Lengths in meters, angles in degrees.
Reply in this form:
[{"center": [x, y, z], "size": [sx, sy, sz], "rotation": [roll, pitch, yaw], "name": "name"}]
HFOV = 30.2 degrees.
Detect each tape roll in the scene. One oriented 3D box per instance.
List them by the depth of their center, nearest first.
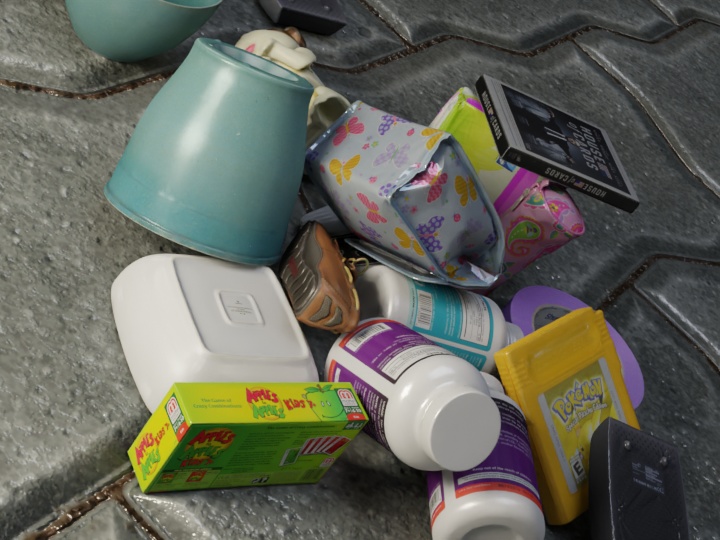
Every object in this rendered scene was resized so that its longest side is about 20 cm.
[{"center": [0.249, 0.114, 1.637], "size": [0.199, 0.066, 0.201], "rotation": [25, 34, -18], "name": "tape roll"}]

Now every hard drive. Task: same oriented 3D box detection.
[{"center": [0.301, 0.272, 1.444], "size": [0.135, 0.042, 0.201], "rotation": [25, 53, -34], "name": "hard drive"}, {"center": [-0.109, -0.428, 1.977], "size": [0.134, 0.042, 0.201], "rotation": [6, 44, -39], "name": "hard drive"}]

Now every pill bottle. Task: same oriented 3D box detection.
[{"center": [0.052, 0.124, 1.309], "size": [0.112, 0.113, 0.200], "rotation": [15, 7, -30], "name": "pill bottle"}, {"center": [0.122, 0.201, 1.370], "size": [0.112, 0.113, 0.201], "rotation": [23, 36, -21], "name": "pill bottle"}, {"center": [0.086, 0.070, 1.496], "size": [0.199, 0.111, 0.111], "rotation": [18, 38, -28], "name": "pill bottle"}]

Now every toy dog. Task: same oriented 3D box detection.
[{"center": [-0.087, -0.223, 1.670], "size": [0.194, 0.140, 0.200], "rotation": [12, 39, -53], "name": "toy dog"}]

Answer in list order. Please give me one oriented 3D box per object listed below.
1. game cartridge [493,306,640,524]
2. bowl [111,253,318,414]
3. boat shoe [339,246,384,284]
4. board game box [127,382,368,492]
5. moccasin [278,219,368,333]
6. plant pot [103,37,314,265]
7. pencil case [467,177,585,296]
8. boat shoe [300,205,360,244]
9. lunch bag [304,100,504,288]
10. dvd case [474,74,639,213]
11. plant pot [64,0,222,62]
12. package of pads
[{"center": [0.241, 0.157, 1.494], "size": [0.176, 0.032, 0.201], "rotation": [-23, 98, -41], "name": "game cartridge"}, {"center": [-0.137, 0.061, 1.335], "size": [0.199, 0.075, 0.200], "rotation": [6, 44, -36], "name": "bowl"}, {"center": [0.000, 0.000, 1.547], "size": [0.199, 0.070, 0.066], "rotation": [-7, 54, -38], "name": "boat shoe"}, {"center": [-0.101, 0.152, 1.231], "size": [0.199, 0.102, 0.048], "rotation": [4, 45, -40], "name": "board game box"}, {"center": [-0.036, 0.006, 1.400], "size": [0.078, 0.074, 0.201], "rotation": [31, 10, -21], "name": "moccasin"}, {"center": [-0.143, -0.134, 1.401], "size": [0.199, 0.189, 0.200], "rotation": [22, 13, -5], "name": "plant pot"}, {"center": [0.177, -0.032, 1.621], "size": [0.087, 0.200, 0.088], "rotation": [34, 36, -29], "name": "pencil case"}, {"center": [0.025, -0.045, 1.610], "size": [0.199, 0.071, 0.072], "rotation": [-7, 21, -19], "name": "boat shoe"}, {"center": [0.053, -0.064, 1.449], "size": [0.169, 0.127, 0.200], "rotation": [28, -19, 46], "name": "lunch bag"}, {"center": [0.237, -0.153, 1.616], "size": [0.199, 0.025, 0.151], "rotation": [19, 36, -26], "name": "dvd case"}, {"center": [-0.280, -0.334, 1.620], "size": [0.199, 0.135, 0.201], "rotation": [24, 36, -19], "name": "plant pot"}, {"center": [0.131, -0.113, 1.676], "size": [0.154, 0.200, 0.068], "rotation": [31, 27, -8], "name": "package of pads"}]
